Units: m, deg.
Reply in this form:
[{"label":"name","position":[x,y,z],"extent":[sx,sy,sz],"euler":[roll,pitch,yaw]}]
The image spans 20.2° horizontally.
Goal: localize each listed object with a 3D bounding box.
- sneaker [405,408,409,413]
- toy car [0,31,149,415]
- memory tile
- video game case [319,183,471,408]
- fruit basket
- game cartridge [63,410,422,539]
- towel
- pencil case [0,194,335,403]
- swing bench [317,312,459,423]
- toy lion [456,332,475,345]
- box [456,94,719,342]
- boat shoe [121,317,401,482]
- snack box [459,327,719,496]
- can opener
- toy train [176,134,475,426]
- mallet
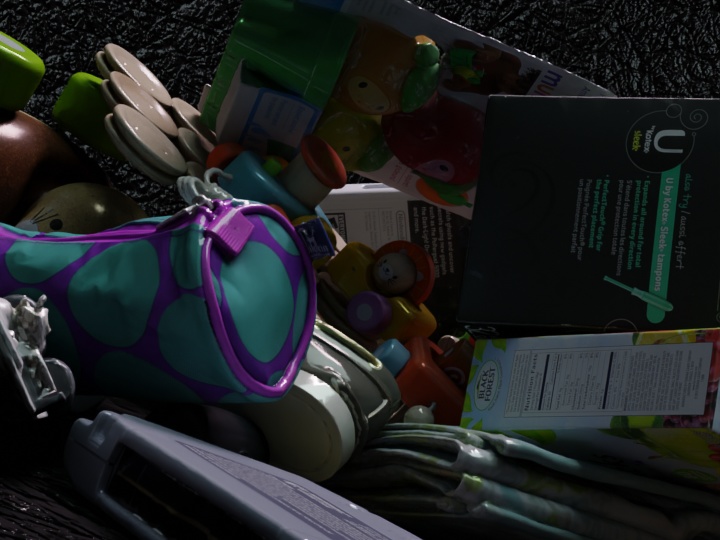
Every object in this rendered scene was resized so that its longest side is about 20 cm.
[{"label":"sneaker","position":[0.082,0.120,1.134],"extent":[0.078,0.082,0.200],"euler":[-4,-18,24]},{"label":"toy car","position":[-0.168,-0.011,1.080],"extent":[0.158,0.164,0.200],"euler":[24,11,-44]},{"label":"memory tile","position":[-0.069,-0.042,1.117],"extent":[0.200,0.017,0.153],"euler":[40,13,-25]},{"label":"video game case","position":[0.052,0.032,1.447],"extent":[0.182,0.200,0.023],"euler":[-2,21,9]},{"label":"fruit basket","position":[0.016,-0.086,1.092],"extent":[0.200,0.094,0.185],"euler":[28,-27,-3]},{"label":"game cartridge","position":[-0.013,0.107,0.742],"extent":[0.133,0.041,0.200],"euler":[19,2,-34]},{"label":"towel","position":[0.081,0.119,0.993],"extent":[0.200,0.048,0.171],"euler":[22,-16,-31]},{"label":"pencil case","position":[-0.113,0.012,0.899],"extent":[0.200,0.093,0.085],"euler":[-2,20,37]},{"label":"swing bench","position":[-0.018,0.064,1.303],"extent":[0.200,0.130,0.199],"euler":[32,2,20]},{"label":"toy lion","position":[0.138,0.119,1.395],"extent":[0.200,0.192,0.069],"euler":[63,2,3]},{"label":"box","position":[0.168,-0.004,1.004],"extent":[0.200,0.124,0.149],"euler":[2,-18,21]},{"label":"boat shoe","position":[-0.074,0.034,0.972],"extent":[0.202,0.072,0.060],"euler":[27,38,26]},{"label":"snack box","position":[0.165,0.082,0.983],"extent":[0.142,0.053,0.200],"euler":[-4,-21,42]},{"label":"can opener","position":[-0.142,0.038,0.771],"extent":[0.200,0.066,0.053],"euler":[131,-65,-83]},{"label":"toy train","position":[0.000,0.000,1.035],"extent":[0.200,0.056,0.150],"euler":[45,11,-6]},{"label":"mallet","position":[-0.014,0.110,0.858],"extent":[0.200,0.041,0.066],"euler":[27,3,35]}]
